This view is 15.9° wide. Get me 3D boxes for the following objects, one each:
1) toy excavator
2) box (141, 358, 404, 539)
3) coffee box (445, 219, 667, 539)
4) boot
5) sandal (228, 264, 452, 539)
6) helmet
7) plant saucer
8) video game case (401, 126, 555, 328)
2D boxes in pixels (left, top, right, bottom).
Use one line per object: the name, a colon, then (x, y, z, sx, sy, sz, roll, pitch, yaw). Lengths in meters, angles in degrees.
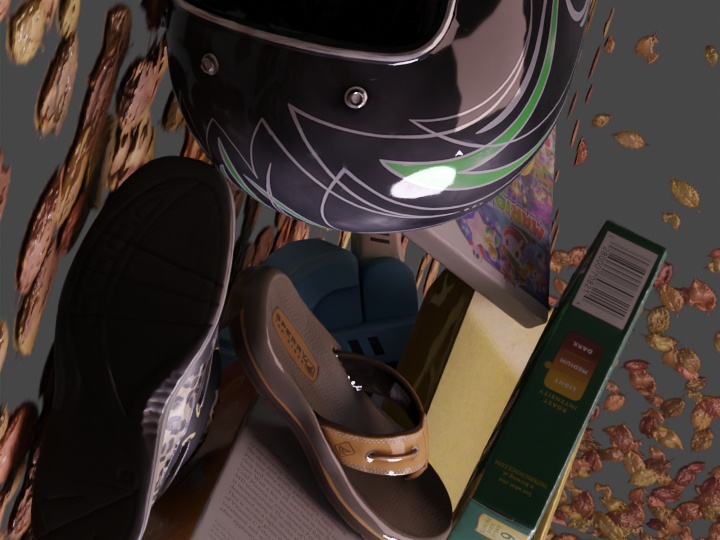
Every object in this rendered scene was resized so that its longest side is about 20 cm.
toy excavator: (0.000, 0.000, 1.559, 0.100, 0.194, 0.201, -151, -126, -70)
box: (-0.069, 0.141, 1.365, 0.124, 0.097, 0.200, -37, -164, 31)
coffee box: (0.104, 0.080, 1.450, 0.200, 0.044, 0.123, -62, 177, -28)
boot: (-0.101, 0.033, 1.255, 0.154, 0.073, 0.204, -55, 161, -77)
sandal: (0.001, 0.071, 1.331, 0.200, 0.054, 0.082, 57, 27, -28)
helmet: (0.007, -0.110, 1.208, 0.191, 0.199, 0.200, -61, 171, -6)
plant saucer: (0.061, 0.105, 1.526, 0.200, 0.048, 0.201, 52, 53, -52)
video game case: (0.064, -0.085, 1.472, 0.143, 0.018, 0.201, 37, 46, -40)
